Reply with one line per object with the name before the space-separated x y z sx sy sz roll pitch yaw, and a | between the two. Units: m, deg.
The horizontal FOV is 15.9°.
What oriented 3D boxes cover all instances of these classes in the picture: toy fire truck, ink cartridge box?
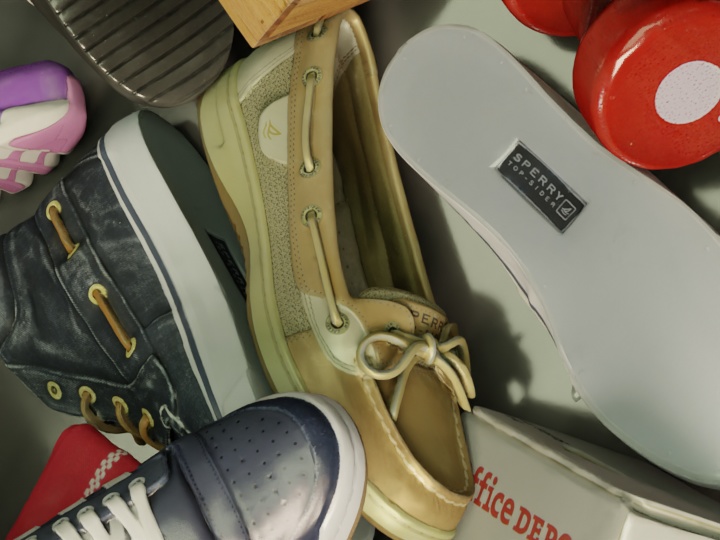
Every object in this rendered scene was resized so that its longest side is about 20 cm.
toy fire truck | 0.116 -0.145 0.849 0.167 0.200 0.112 -30 41 1
ink cartridge box | 0.063 0.162 0.868 0.083 0.147 0.201 17 94 -22

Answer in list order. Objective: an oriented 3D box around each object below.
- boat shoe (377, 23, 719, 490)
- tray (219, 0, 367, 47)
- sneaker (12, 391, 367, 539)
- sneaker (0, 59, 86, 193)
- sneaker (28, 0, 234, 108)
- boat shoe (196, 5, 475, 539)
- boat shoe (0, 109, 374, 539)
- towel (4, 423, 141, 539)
boat shoe | 0.087 0.001 0.900 0.075 0.086 0.202 -47 63 8
tray | -0.056 -0.181 0.931 0.201 0.098 0.037 56 135 8
sneaker | -0.096 0.100 0.822 0.199 0.108 0.070 -35 63 20
sneaker | -0.202 -0.059 0.977 0.199 0.080 0.089 -12 79 14
sneaker | -0.117 -0.141 0.958 0.074 0.089 0.201 -32 85 -20
boat shoe | 0.001 0.000 0.903 0.063 0.073 0.202 -34 56 24
boat shoe | -0.068 0.042 0.928 0.091 0.071 0.201 -39 55 16
towel | -0.065 0.159 0.868 0.199 0.022 0.145 34 97 31
